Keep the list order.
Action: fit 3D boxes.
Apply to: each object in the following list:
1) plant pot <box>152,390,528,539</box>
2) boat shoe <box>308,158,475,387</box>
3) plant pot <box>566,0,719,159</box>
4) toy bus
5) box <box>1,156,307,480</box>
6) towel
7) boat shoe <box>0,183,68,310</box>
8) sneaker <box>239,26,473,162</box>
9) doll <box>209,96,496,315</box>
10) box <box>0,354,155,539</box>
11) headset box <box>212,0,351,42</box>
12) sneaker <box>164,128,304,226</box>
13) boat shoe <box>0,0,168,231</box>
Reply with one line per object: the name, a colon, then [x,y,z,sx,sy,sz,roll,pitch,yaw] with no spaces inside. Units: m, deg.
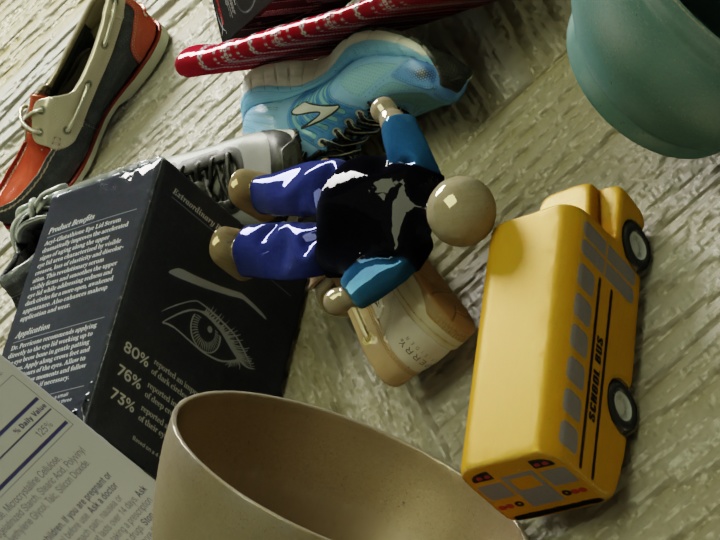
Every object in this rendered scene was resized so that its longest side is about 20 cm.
plant pot: [-0.027,0.168,1.211,0.200,0.200,0.135,41,114,53]
boat shoe: [0.000,0.000,1.401,0.069,0.074,0.200,-45,33,8]
plant pot: [0.194,-0.144,1.255,0.134,0.200,0.201,-48,26,51]
toy bus: [0.107,0.037,1.256,0.065,0.078,0.201,-18,47,34]
box: [-0.132,0.057,1.426,0.104,0.148,0.201,-16,47,37]
towel: [-0.009,-0.163,1.513,0.199,0.144,0.023,-14,91,36]
boat shoe: [-0.209,-0.021,1.591,0.073,0.068,0.200,-32,18,23]
sneaker: [-0.004,-0.095,1.504,0.200,0.078,0.090,-15,61,48]
doll: [-0.002,-0.036,1.338,0.199,0.048,0.137,0,67,46]
box: [-0.206,0.165,1.254,0.105,0.200,0.184,-53,-3,35]
headset box: [-0.046,-0.253,1.547,0.200,0.077,0.150,-29,74,64]
sneaker: [-0.100,-0.046,1.504,0.200,0.079,0.074,-17,74,54]
boat shoe: [-0.223,-0.122,1.743,0.071,0.063,0.200,26,80,50]
